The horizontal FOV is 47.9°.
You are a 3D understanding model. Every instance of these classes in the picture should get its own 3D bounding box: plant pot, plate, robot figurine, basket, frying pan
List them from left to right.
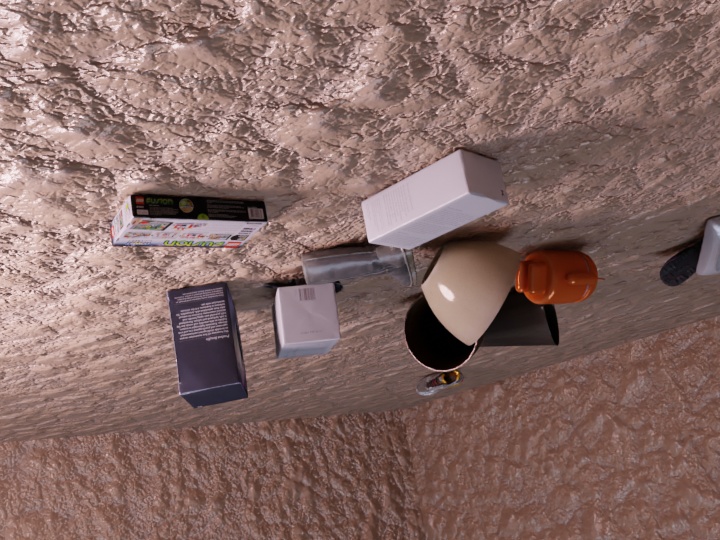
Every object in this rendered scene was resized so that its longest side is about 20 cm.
[{"bbox_3d":[-0.124,0.033,1.596,0.189,0.031,0.115,2,161,-29],"label":"frying pan"},{"bbox_3d":[0.229,0.136,1.957,0.186,0.189,0.200,-19,173,27],"label":"plant pot"},{"bbox_3d":[0.194,0.022,1.537,0.134,0.201,0.200,29,158,-3],"label":"plant pot"},{"bbox_3d":[0.387,0.126,2.061,0.198,0.137,0.181,-11,129,23],"label":"basket"},{"bbox_3d":[0.423,0.013,1.736,0.198,0.117,0.144,0,146,-29],"label":"robot figurine"},{"bbox_3d":[0.852,-0.062,1.780,0.198,0.033,0.201,-12,141,5],"label":"plate"}]

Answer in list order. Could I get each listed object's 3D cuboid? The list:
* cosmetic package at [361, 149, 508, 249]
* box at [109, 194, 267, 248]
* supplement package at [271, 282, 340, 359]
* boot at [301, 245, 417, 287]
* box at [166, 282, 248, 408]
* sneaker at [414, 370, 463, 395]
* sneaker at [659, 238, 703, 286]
[{"bbox_3d":[0.108,-0.101,1.212,0.199,0.072,0.101,-24,159,39],"label":"cosmetic package"},{"bbox_3d":[-0.246,-0.068,1.164,0.199,0.035,0.110,0,161,-33],"label":"box"},{"bbox_3d":[-0.112,0.103,1.601,0.113,0.111,0.200,-5,167,-12],"label":"supplement package"},{"bbox_3d":[0.000,-0.001,1.487,0.198,0.073,0.182,-18,150,1],"label":"boot"},{"bbox_3d":[-0.294,0.151,1.585,0.122,0.200,0.200,-9,165,-6],"label":"box"},{"bbox_3d":[0.306,0.433,3.194,0.198,0.078,0.082,-21,159,3],"label":"sneaker"},{"bbox_3d":[0.802,-0.042,1.916,0.199,0.076,0.088,-31,-175,33],"label":"sneaker"}]
